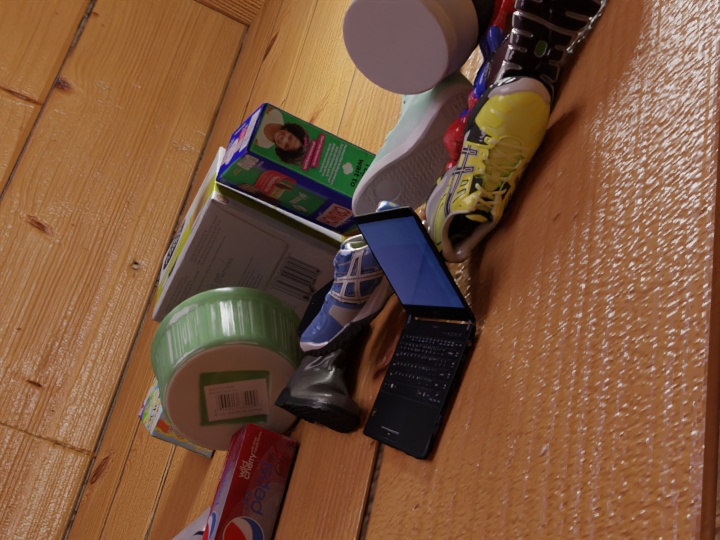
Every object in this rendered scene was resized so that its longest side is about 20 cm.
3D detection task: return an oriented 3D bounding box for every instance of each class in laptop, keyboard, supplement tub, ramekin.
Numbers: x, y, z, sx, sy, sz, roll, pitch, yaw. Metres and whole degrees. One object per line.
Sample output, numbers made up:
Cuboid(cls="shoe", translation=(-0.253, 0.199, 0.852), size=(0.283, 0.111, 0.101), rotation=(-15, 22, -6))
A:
Cuboid(cls="laptop", translation=(0.026, 0.056, 1.061), size=(0.200, 0.103, 0.177), rotation=(-68, 15, -7))
Cuboid(cls="keyboard", translation=(0.000, 0.000, 1.333), size=(0.200, 0.021, 0.127), rotation=(-37, 22, 42))
Cuboid(cls="supplement tub", translation=(0.079, -0.295, 1.237), size=(0.140, 0.140, 0.200), rotation=(-48, 5, 49))
Cuboid(cls="ramekin", translation=(-0.158, 0.129, 1.408), size=(0.200, 0.200, 0.098), rotation=(-59, 25, 26))

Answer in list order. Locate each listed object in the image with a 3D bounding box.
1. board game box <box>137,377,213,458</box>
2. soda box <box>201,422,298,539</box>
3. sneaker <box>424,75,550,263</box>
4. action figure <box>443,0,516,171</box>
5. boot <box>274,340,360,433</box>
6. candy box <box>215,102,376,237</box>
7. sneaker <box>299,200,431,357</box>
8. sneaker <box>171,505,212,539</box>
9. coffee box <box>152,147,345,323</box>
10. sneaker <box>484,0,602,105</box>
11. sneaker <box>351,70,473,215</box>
Cuboid(cls="board game box", translation=(-0.286, 0.224, 1.850), size=(0.103, 0.105, 0.200), rotation=(-67, 16, -5))
Cuboid(cls="soda box", translation=(-0.138, 0.286, 1.332), size=(0.063, 0.070, 0.200), rotation=(-43, 28, 57))
Cuboid(cls="sneaker", translation=(0.121, -0.087, 1.033), size=(0.076, 0.075, 0.200), rotation=(-94, 20, -45))
Cuboid(cls="action figure", translation=(0.129, -0.187, 1.172), size=(0.200, 0.052, 0.065), rotation=(-67, 11, -6))
Cuboid(cls="boot", translation=(-0.032, 0.105, 1.265), size=(0.131, 0.068, 0.200), rotation=(-63, 16, -10))
Cuboid(cls="candy box", translation=(-0.065, -0.120, 1.435), size=(0.169, 0.200, 0.077), rotation=(-21, 49, 69))
Cuboid(cls="sneaker", translation=(-0.002, 0.010, 1.200), size=(0.200, 0.077, 0.076), rotation=(-48, 7, 17))
Cuboid(cls="sneaker", translation=(-0.202, 0.354, 1.474), size=(0.200, 0.076, 0.081), rotation=(-37, 21, 52))
Cuboid(cls="coffee box", translation=(-0.153, -0.016, 1.574), size=(0.200, 0.200, 0.198), rotation=(-59, 17, 22))
Cuboid(cls="sneaker", translation=(0.164, -0.233, 1.082), size=(0.200, 0.076, 0.116), rotation=(-64, 13, 10))
Cuboid(cls="sneaker", translation=(0.058, -0.148, 1.298), size=(0.200, 0.074, 0.118), rotation=(-49, 27, 22))
